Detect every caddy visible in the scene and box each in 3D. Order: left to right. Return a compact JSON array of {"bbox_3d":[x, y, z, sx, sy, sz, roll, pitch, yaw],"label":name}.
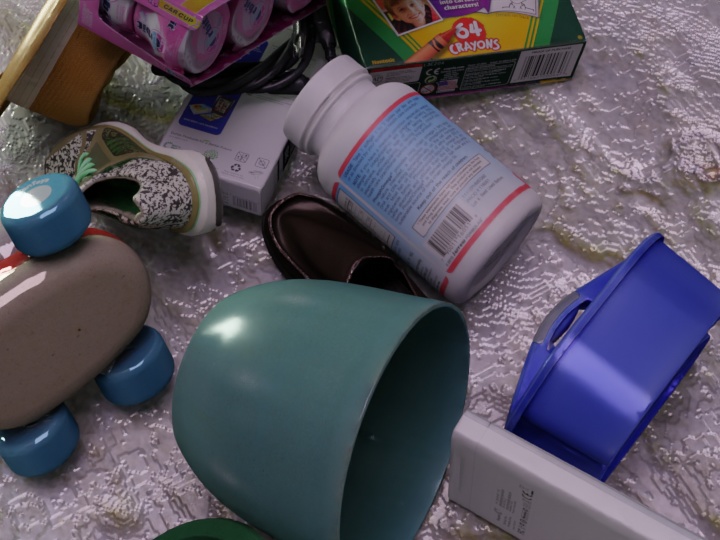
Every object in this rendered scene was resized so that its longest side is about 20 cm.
[{"bbox_3d":[0.179,0.063,1.071,0.105,0.142,0.200,37,68,14],"label":"caddy"}]

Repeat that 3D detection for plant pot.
[{"bbox_3d":[-0.036,0.097,1.033,0.159,0.201,0.202,17,62,23],"label":"plant pot"}]

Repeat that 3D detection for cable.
[{"bbox_3d":[-0.110,-0.224,1.251,0.161,0.051,0.202,-13,59,-6],"label":"cable"}]

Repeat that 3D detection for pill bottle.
[{"bbox_3d":[0.038,-0.076,1.154,0.200,0.109,0.109,42,69,11],"label":"pill bottle"}]

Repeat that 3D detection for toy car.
[{"bbox_3d":[-0.270,0.017,1.120,0.176,0.185,0.200,-36,37,-16],"label":"toy car"}]

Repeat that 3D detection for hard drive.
[{"bbox_3d":[0.153,0.176,1.013,0.199,0.132,0.027,28,66,16],"label":"hard drive"}]

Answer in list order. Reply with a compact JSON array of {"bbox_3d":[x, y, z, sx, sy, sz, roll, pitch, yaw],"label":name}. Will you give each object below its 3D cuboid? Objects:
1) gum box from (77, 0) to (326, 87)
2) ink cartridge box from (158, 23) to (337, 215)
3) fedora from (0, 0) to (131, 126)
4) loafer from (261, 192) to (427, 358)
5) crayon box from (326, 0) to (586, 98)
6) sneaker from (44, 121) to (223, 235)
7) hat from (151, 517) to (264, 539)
[{"bbox_3d":[-0.120,-0.226,1.144,0.113,0.067,0.200,30,41,18],"label":"gum box"},{"bbox_3d":[-0.093,-0.142,1.238,0.098,0.039,0.201,17,55,10],"label":"ink cartridge box"},{"bbox_3d":[-0.237,-0.177,1.206,0.081,0.200,0.202,32,63,-14],"label":"fedora"},{"bbox_3d":[0.000,0.000,1.148,0.200,0.072,0.073,40,69,20],"label":"loafer"},{"bbox_3d":[0.074,-0.238,1.269,0.198,0.058,0.174,-9,62,-14],"label":"crayon box"},{"bbox_3d":[-0.199,-0.072,1.148,0.199,0.078,0.088,13,17,42],"label":"sneaker"},{"bbox_3d":[-0.074,0.290,1.025,0.199,0.176,0.166,5,55,48],"label":"hat"}]
